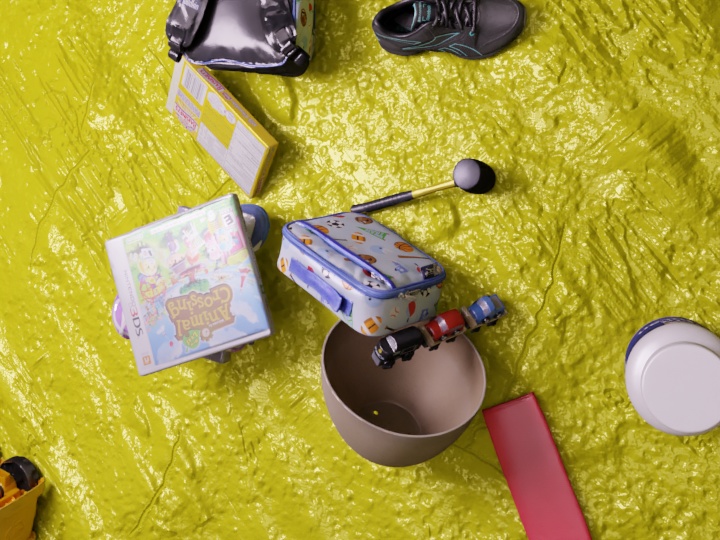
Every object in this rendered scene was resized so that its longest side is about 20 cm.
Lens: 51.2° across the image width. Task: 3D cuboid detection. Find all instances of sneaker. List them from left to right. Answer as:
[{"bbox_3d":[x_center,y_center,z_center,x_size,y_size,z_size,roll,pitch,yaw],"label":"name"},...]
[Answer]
[{"bbox_3d":[-0.220,-0.044,1.019,0.196,0.088,0.077,-14,80,16],"label":"sneaker"},{"bbox_3d":[0.107,-0.306,0.937,0.195,0.079,0.077,-2,89,19],"label":"sneaker"}]

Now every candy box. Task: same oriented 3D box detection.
[{"bbox_3d":[-0.197,-0.205,1.051,0.200,0.026,0.103,47,140,14],"label":"candy box"}]

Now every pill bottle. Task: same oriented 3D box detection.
[{"bbox_3d":[0.335,0.109,0.788,0.109,0.199,0.114,0,90,19],"label":"pill bottle"}]

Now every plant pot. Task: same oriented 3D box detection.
[{"bbox_3d":[0.041,0.159,0.920,0.198,0.200,0.136,29,134,17],"label":"plant pot"}]

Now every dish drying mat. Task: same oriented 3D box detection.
[{"bbox_3d":[0.219,0.258,0.929,0.076,0.018,0.204,-23,83,19],"label":"dish drying mat"}]

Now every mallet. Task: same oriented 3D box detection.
[{"bbox_3d":[0.072,-0.100,0.956,0.196,0.066,0.042,-13,84,20],"label":"mallet"}]

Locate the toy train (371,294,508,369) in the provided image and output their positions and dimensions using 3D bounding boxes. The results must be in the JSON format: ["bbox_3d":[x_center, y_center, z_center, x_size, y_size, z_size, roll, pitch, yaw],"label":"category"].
[{"bbox_3d":[0.100,0.067,0.895,0.034,0.197,0.046,56,147,27],"label":"toy train"}]

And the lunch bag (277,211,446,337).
[{"bbox_3d":[0.000,0.000,0.914,0.199,0.158,0.077,33,120,35],"label":"lunch bag"}]

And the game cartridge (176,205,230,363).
[{"bbox_3d":[-0.225,0.020,1.083,0.127,0.038,0.205,14,95,24],"label":"game cartridge"}]

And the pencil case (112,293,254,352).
[{"bbox_3d":[-0.243,0.060,1.032,0.196,0.085,0.087,4,57,18],"label":"pencil case"}]

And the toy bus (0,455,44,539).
[{"bbox_3d":[-0.609,0.386,1.185,0.197,0.135,0.196,19,112,21],"label":"toy bus"}]

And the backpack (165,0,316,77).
[{"bbox_3d":[-0.138,-0.359,0.989,0.195,0.154,0.195,8,100,12],"label":"backpack"}]

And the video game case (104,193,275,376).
[{"bbox_3d":[-0.222,0.020,0.965,0.196,0.022,0.186,-18,86,15],"label":"video game case"}]
